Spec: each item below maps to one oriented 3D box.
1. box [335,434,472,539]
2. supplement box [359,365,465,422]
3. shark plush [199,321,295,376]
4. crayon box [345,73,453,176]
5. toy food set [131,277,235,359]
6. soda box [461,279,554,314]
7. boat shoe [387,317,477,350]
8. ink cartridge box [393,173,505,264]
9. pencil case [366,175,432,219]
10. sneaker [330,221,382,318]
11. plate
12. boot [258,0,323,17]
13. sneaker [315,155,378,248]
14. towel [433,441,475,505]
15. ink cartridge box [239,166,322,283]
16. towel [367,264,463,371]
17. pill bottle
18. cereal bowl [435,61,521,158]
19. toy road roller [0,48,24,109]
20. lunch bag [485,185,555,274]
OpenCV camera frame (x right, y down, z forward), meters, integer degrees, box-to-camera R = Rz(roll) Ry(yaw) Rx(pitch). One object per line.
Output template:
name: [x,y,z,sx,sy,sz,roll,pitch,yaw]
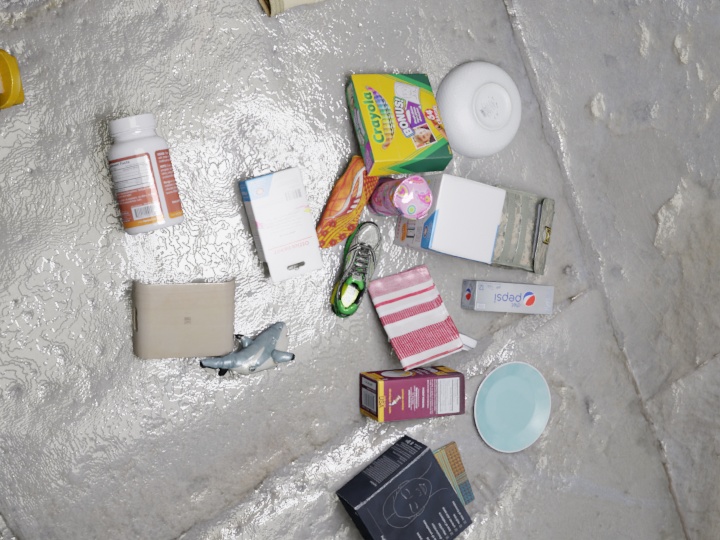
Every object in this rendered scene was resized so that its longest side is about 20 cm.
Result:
box: [0.089,0.485,1.765,0.195,0.123,0.202,-35,105,-18]
supplement box: [0.107,0.254,1.786,0.196,0.110,0.088,-2,94,-21]
shark plush: [-0.222,0.160,1.671,0.196,0.091,0.085,-15,82,-24]
crayon box: [0.075,-0.293,1.718,0.169,0.058,0.204,-5,66,-22]
toy food set: [-0.333,0.087,1.641,0.196,0.060,0.147,-1,105,-20]
soda box: [0.320,0.058,1.878,0.196,0.068,0.065,4,91,-22]
boat shoe: [0.149,0.147,1.823,0.196,0.074,0.067,16,91,-11]
ink cartridge box: [0.174,-0.105,1.741,0.142,0.200,0.151,11,90,-19]
pencil case: [0.074,-0.142,1.699,0.086,0.200,0.090,-2,96,-18]
sneaker: [0.000,0.000,1.736,0.076,0.085,0.204,16,87,-9]
plate: [0.336,0.303,1.924,0.196,0.025,0.205,-1,93,-21]
boot: [-0.146,-0.601,1.651,0.153,0.073,0.204,-24,107,-21]
sneaker: [-0.033,-0.134,1.736,0.072,0.077,0.202,29,98,-39]
towel: [0.144,0.476,1.865,0.197,0.022,0.149,-24,102,-19]
ink cartridge box: [-0.154,-0.089,1.685,0.113,0.068,0.204,-17,99,-19]
towel: [0.111,0.092,1.769,0.141,0.023,0.203,-17,67,-18]
pill bottle: [-0.393,-0.175,1.563,0.110,0.112,0.205,-14,98,-19]
cereal bowl: [0.260,-0.341,1.821,0.196,0.083,0.205,-2,94,-22]
toy road roller: [-0.664,-0.313,1.461,0.196,0.146,0.126,-7,98,18]
lunch bag: [0.335,-0.084,1.851,0.196,0.117,0.168,9,91,-27]
